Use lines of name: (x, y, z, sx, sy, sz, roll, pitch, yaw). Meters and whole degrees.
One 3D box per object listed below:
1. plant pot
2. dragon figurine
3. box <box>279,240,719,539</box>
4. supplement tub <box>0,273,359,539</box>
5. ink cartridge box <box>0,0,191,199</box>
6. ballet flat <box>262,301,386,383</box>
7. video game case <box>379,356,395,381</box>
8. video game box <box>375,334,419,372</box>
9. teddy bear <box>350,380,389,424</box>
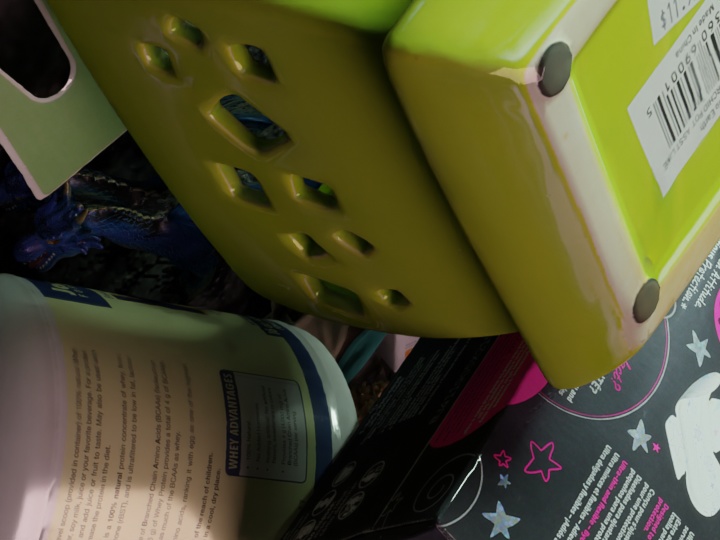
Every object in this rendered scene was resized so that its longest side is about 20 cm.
plant pot: (0.043, -0.090, 0.528, 0.200, 0.181, 0.199, -52, 139, -18)
dragon figurine: (-0.054, -0.037, 0.658, 0.199, 0.059, 0.100, -17, 160, 0)
box: (0.077, 0.075, 0.616, 0.132, 0.115, 0.200, -30, -162, 53)
supplement tub: (-0.115, 0.080, 0.645, 0.199, 0.145, 0.146, 12, 116, -36)
ink cartridge box: (-0.078, -0.140, 0.579, 0.200, 0.048, 0.146, -39, 145, -12)
ballet flat: (0.000, 0.000, 0.741, 0.069, 0.070, 0.200, -17, 160, -36)
video game case: (0.124, 0.092, 0.837, 0.199, 0.183, 0.023, 0, 127, -14)
video game box: (0.090, -0.055, 0.813, 0.199, 0.047, 0.183, -24, 142, -20)
teddy bear: (-0.009, 0.125, 0.801, 0.066, 0.146, 0.200, 16, 144, -23)
